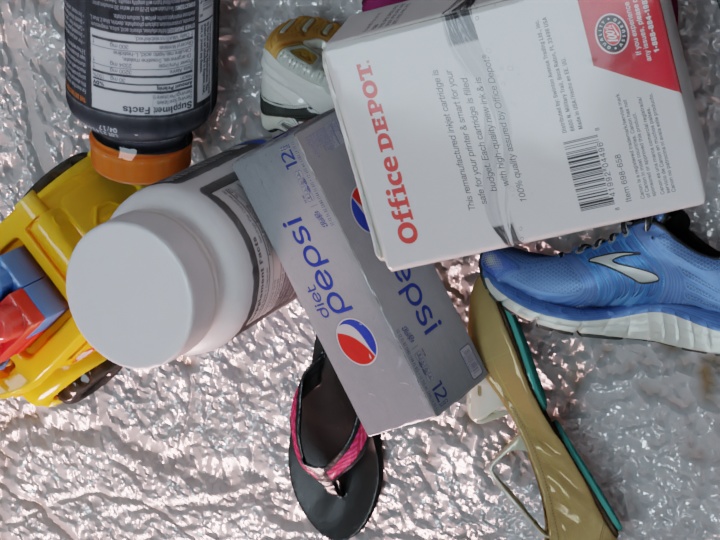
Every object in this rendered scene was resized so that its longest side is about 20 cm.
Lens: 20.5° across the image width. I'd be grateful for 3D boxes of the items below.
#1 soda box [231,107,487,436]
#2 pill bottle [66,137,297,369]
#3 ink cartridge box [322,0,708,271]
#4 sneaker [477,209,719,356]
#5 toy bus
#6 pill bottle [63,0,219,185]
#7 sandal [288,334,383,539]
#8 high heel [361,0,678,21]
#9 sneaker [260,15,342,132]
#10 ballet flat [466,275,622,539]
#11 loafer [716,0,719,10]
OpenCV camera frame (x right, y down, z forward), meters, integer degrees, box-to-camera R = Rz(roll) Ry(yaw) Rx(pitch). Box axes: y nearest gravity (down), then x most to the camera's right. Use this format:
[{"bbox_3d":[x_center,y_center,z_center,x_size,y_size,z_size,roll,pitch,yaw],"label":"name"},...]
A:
[{"bbox_3d":[0.000,0.000,1.274,0.068,0.063,0.201,-20,100,45],"label":"soda box"},{"bbox_3d":[-0.100,-0.011,1.312,0.113,0.200,0.115,9,110,25],"label":"pill bottle"},{"bbox_3d":[0.094,-0.097,1.181,0.198,0.084,0.146,-12,107,15],"label":"ink cartridge box"},{"bbox_3d":[0.172,-0.003,1.255,0.198,0.078,0.090,7,98,19],"label":"sneaker"},{"bbox_3d":[-0.232,0.027,1.400,0.200,0.192,0.136,-41,87,33],"label":"toy bus"},{"bbox_3d":[-0.147,-0.160,1.336,0.105,0.106,0.202,18,123,21],"label":"pill bottle"},{"bbox_3d":[-0.019,0.098,1.394,0.074,0.045,0.202,16,113,22],"label":"sandal"},{"bbox_3d":[0.096,-0.159,1.236,0.198,0.067,0.097,-14,88,27],"label":"high heel"},{"bbox_3d":[0.020,-0.087,1.312,0.199,0.076,0.088,34,135,17],"label":"sneaker"},{"bbox_3d":[0.105,0.103,1.313,0.063,0.069,0.201,-26,93,5],"label":"ballet flat"},{"bbox_3d":[0.212,-0.214,1.166,0.072,0.072,0.202,-6,93,38],"label":"loafer"}]
